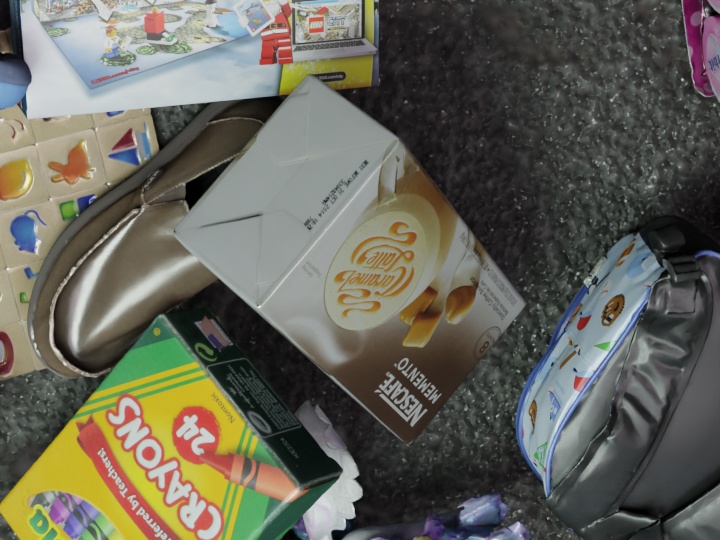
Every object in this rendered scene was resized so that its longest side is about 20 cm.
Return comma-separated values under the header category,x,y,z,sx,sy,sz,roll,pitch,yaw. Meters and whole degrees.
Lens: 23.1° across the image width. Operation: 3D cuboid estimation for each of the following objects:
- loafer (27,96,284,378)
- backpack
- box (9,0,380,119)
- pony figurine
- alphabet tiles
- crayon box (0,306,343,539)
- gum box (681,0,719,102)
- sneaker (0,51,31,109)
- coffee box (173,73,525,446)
category,x,y,z,sx,sy,sz,roll,pitch,yaw
loafer,-0.106,-0.019,0.972,0.073,0.071,0.200,40,90,-32
backpack,0.190,0.081,1.082,0.200,0.154,0.191,35,95,-16
box,-0.088,-0.160,0.942,0.199,0.038,0.137,-7,111,-19
pony figurine,0.000,0.177,1.047,0.199,0.193,0.167,0,67,-27
alphabet tiles,-0.190,-0.036,0.981,0.167,0.008,0.201,-17,116,-13
crayon box,-0.118,0.134,0.984,0.200,0.127,0.051,-49,162,24
gum box,0.248,-0.197,1.033,0.113,0.066,0.201,-19,117,-12
sneaker,-0.264,-0.074,0.891,0.199,0.074,0.083,-7,97,-4
coffee box,0.000,0.000,0.969,0.114,0.080,0.200,-48,145,-5
